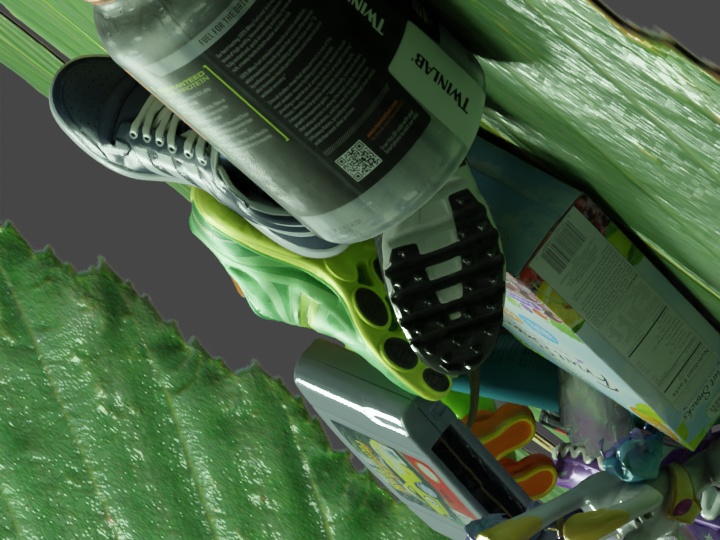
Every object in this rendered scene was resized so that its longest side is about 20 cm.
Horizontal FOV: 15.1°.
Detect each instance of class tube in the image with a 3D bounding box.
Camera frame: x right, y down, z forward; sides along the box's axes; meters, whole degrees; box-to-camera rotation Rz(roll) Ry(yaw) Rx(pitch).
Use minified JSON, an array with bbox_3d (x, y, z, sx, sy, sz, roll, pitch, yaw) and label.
[{"bbox_3d":[0.100,0.065,1.827,0.200,0.050,0.077,10,-164,17],"label":"tube"}]

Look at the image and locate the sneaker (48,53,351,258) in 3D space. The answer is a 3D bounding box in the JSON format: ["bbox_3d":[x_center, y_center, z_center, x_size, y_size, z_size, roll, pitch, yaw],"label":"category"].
[{"bbox_3d":[-0.090,-0.077,1.541,0.200,0.070,0.109,27,172,5],"label":"sneaker"}]

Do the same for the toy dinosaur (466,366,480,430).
[{"bbox_3d":[0.063,0.011,1.784,0.101,0.058,0.200,110,144,-58],"label":"toy dinosaur"}]

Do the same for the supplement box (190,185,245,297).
[{"bbox_3d":[-0.085,-0.082,1.768,0.200,0.069,0.067,64,169,-11],"label":"supplement box"}]

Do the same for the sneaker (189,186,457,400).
[{"bbox_3d":[-0.019,0.004,1.645,0.200,0.074,0.084,39,154,-4],"label":"sneaker"}]

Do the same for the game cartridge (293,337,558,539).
[{"bbox_3d":[0.043,0.123,1.755,0.133,0.041,0.200,26,162,51],"label":"game cartridge"}]

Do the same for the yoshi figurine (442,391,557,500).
[{"bbox_3d":[0.083,0.081,1.994,0.112,0.112,0.200,14,-158,-35],"label":"yoshi figurine"}]

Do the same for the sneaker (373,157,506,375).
[{"bbox_3d":[0.031,-0.044,1.470,0.091,0.066,0.200,-105,-2,-79],"label":"sneaker"}]

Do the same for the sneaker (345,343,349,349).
[{"bbox_3d":[0.000,0.000,1.727,0.200,0.090,0.078,98,154,-43],"label":"sneaker"}]

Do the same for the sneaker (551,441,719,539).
[{"bbox_3d":[0.208,0.179,1.914,0.200,0.089,0.080,18,-176,43],"label":"sneaker"}]

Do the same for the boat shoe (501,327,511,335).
[{"bbox_3d":[0.096,0.026,1.888,0.200,0.072,0.065,35,170,-4],"label":"boat shoe"}]

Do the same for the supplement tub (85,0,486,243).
[{"bbox_3d":[-0.043,-0.115,1.320,0.200,0.123,0.123,41,174,-28],"label":"supplement tub"}]

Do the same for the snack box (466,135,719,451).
[{"bbox_3d":[0.112,0.004,1.579,0.200,0.068,0.169,41,175,-39],"label":"snack box"}]

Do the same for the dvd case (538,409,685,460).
[{"bbox_3d":[0.219,0.127,1.864,0.146,0.022,0.200,16,-178,-14],"label":"dvd case"}]

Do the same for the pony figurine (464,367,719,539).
[{"bbox_3d":[0.158,0.144,1.665,0.193,0.200,0.167,-5,113,61],"label":"pony figurine"}]
